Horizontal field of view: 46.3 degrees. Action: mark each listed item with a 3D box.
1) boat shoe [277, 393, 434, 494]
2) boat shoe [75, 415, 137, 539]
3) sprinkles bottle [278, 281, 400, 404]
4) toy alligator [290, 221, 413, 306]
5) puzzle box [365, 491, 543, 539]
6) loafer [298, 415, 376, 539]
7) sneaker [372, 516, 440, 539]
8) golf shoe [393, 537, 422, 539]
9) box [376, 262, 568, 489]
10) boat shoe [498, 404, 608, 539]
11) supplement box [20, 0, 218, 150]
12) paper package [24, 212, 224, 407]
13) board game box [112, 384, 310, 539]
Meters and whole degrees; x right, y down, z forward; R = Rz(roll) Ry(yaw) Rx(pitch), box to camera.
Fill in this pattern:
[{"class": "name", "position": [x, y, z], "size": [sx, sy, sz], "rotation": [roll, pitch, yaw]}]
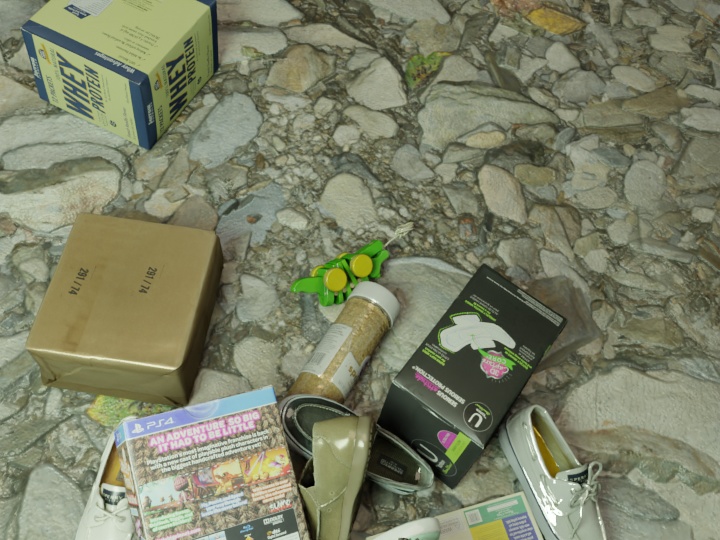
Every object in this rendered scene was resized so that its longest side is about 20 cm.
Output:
[{"class": "boat shoe", "position": [-0.001, 0.190, 0.937], "size": [0.199, 0.071, 0.073], "rotation": [27, 65, -19]}, {"class": "boat shoe", "position": [-0.264, 0.253, 0.905], "size": [0.070, 0.070, 0.202], "rotation": [10, 56, -1]}, {"class": "sprinkles bottle", "position": [-0.024, 0.106, 1.033], "size": [0.068, 0.068, 0.201], "rotation": [28, 59, 11]}, {"class": "toy alligator", "position": [0.000, 0.000, 1.117], "size": [0.199, 0.059, 0.055], "rotation": [-28, 106, -24]}, {"class": "puzzle box", "position": [0.116, 0.336, 0.929], "size": [0.198, 0.026, 0.134], "rotation": [-11, 59, -15]}, {"class": "loafer", "position": [-0.032, 0.231, 0.886], "size": [0.067, 0.202, 0.076], "rotation": [15, 24, 6]}, {"class": "sneaker", "position": [0.023, 0.347, 0.855], "size": [0.200, 0.074, 0.119], "rotation": [-38, 61, 2]}, {"class": "golf shoe", "position": [0.085, 0.321, 0.814], "size": [0.077, 0.200, 0.089], "rotation": [13, 69, 43]}, {"class": "box", "position": [0.127, 0.125, 0.992], "size": [0.124, 0.149, 0.200], "rotation": [35, 59, 13]}, {"class": "boat shoe", "position": [0.239, 0.243, 0.955], "size": [0.074, 0.086, 0.203], "rotation": [-10, 64, -36]}, {"class": "supplement box", "position": [-0.342, -0.322, 1.227], "size": [0.198, 0.135, 0.201], "rotation": [25, 57, 9]}, {"class": "paper package", "position": [-0.278, 0.044, 1.019], "size": [0.188, 0.104, 0.202], "rotation": [8, 57, 0]}, {"class": "board game box", "position": [-0.152, 0.238, 0.864], "size": [0.158, 0.097, 0.202], "rotation": [-10, 79, -25]}]
